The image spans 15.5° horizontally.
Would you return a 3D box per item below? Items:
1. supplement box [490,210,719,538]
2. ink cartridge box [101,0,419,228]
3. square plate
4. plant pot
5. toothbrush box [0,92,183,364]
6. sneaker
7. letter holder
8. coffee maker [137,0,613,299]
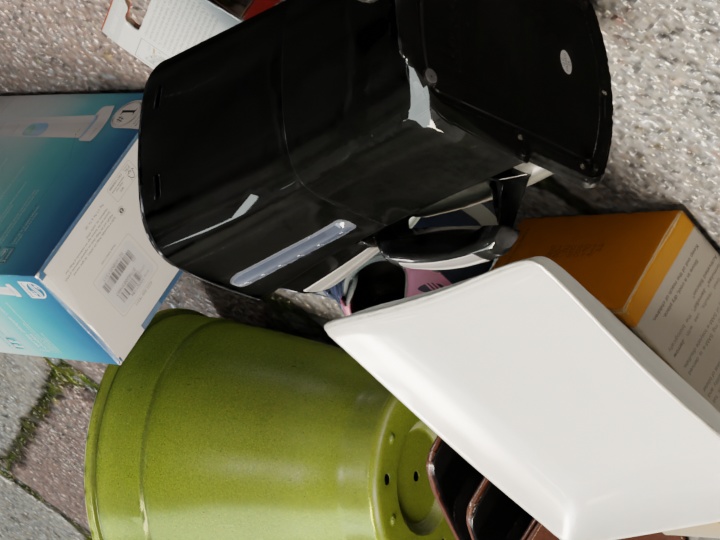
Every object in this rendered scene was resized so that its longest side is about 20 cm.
[{"bbox_3d":[0.168,0.060,1.425,0.126,0.074,0.200,-3,138,51],"label":"supplement box"},{"bbox_3d":[-0.034,-0.108,1.389,0.200,0.050,0.109,34,155,-1],"label":"ink cartridge box"},{"bbox_3d":[0.105,0.068,1.388,0.200,0.028,0.198,42,150,-18],"label":"square plate"},{"bbox_3d":[-0.040,0.127,1.688,0.192,0.201,0.201,1,142,30],"label":"plant pot"},{"bbox_3d":[-0.191,-0.028,1.604,0.200,0.147,0.085,3,142,46],"label":"toothbrush box"},{"bbox_3d":[0.000,0.000,1.505,0.070,0.082,0.200,41,154,-19],"label":"sneaker"},{"bbox_3d":[0.114,0.179,1.627,0.100,0.142,0.200,13,149,36],"label":"letter holder"},{"bbox_3d":[-0.013,-0.083,1.238,0.200,0.135,0.192,-25,123,40],"label":"coffee maker"}]
